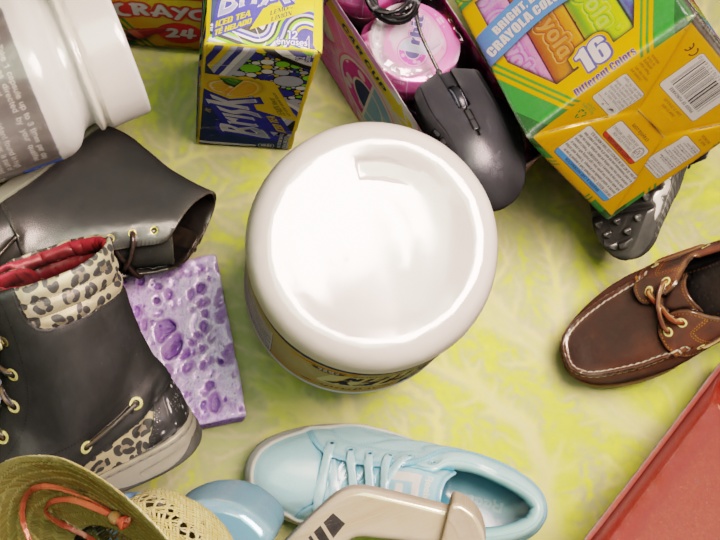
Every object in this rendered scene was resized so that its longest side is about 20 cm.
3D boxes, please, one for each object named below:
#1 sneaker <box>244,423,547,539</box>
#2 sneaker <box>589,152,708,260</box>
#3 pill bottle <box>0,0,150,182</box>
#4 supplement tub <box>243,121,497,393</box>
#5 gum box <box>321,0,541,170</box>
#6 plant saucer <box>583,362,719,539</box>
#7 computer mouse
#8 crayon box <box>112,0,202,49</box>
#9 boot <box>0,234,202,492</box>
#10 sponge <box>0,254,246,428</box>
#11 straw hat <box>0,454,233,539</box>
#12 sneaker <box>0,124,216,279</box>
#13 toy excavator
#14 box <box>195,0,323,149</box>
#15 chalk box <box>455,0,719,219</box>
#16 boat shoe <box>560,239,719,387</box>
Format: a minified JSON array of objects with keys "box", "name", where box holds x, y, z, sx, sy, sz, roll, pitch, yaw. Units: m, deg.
[{"box":[0.026,0.136,0.936,0.199,0.082,0.074,6,78,-6],"name":"sneaker"},{"box":[0.214,-0.095,1.000,0.090,0.066,0.201,25,69,-36],"name":"sneaker"},{"box":[-0.237,-0.106,0.881,0.199,0.114,0.114,-21,82,-7],"name":"pill bottle"},{"box":[0.000,0.000,0.897,0.144,0.200,0.145,1,80,-4],"name":"supplement tub"},{"box":[0.032,-0.132,0.972,0.066,0.114,0.200,-31,84,-11],"name":"gum box"},{"box":[0.255,0.190,0.948,0.200,0.037,0.200,45,56,3],"name":"plant saucer"},{"box":[0.050,-0.131,0.897,0.058,0.034,0.201,-23,83,-9],"name":"computer mouse"},{"box":[-0.113,-0.203,0.922,0.126,0.200,0.051,4,73,-6],"name":"crayon box"},{"box":[-0.211,0.078,0.867,0.203,0.073,0.154,-22,117,-10],"name":"boot"},{"box":[-0.182,0.061,0.952,0.199,0.030,0.112,-10,80,-9],"name":"sponge"},{"box":[-0.112,0.170,0.796,0.201,0.201,0.085,50,42,4],"name":"straw hat"},{"box":[-0.182,-0.009,0.912,0.106,0.075,0.200,27,60,16],"name":"sneaker"},{"box":[-0.050,0.173,0.880,0.194,0.100,0.200,40,97,1],"name":"toy excavator"},{"box":[-0.067,-0.135,0.916,0.070,0.200,0.065,4,78,-7],"name":"box"},{"box":[0.145,-0.161,0.936,0.124,0.125,0.200,-36,50,17],"name":"chalk box"},{"box":[0.219,0.017,0.955,0.199,0.070,0.071,-28,74,14],"name":"boat shoe"}]
